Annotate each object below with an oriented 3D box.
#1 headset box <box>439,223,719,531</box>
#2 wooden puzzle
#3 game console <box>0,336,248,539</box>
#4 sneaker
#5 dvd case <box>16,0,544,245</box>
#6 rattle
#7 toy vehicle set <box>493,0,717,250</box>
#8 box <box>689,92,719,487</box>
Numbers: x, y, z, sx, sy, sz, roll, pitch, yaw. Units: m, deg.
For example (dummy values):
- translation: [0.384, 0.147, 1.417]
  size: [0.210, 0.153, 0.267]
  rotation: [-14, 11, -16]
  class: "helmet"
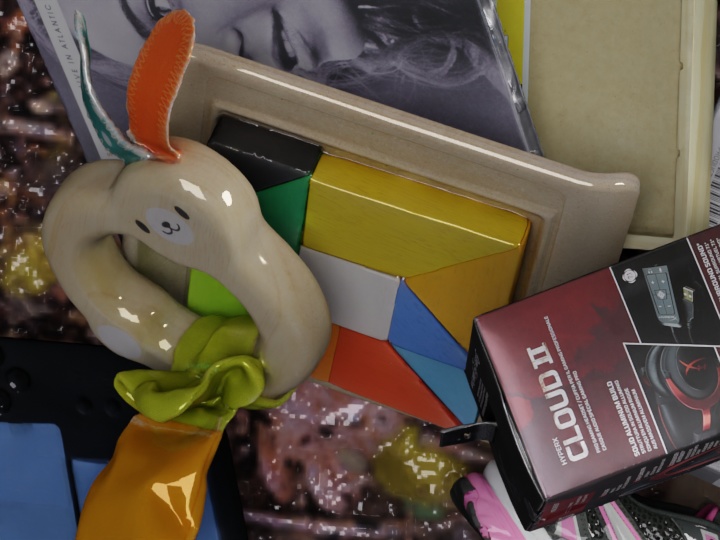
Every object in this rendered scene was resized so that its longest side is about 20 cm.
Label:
- translation: [0.125, 0.034, 1.044]
  size: [0.200, 0.149, 0.075]
  rotation: [-21, 81, -2]
  class: "headset box"
- translation: [0.000, 0.000, 1.126]
  size: [0.200, 0.037, 0.185]
  rotation: [15, 142, 3]
  class: "wooden puzzle"
- translation: [-0.118, 0.119, 1.124]
  size: [0.177, 0.031, 0.200]
  rotation: [4, 61, -31]
  class: "game console"
- translation: [0.132, 0.142, 1.165]
  size: [0.086, 0.080, 0.200]
  rotation: [-40, 96, -1]
  class: "sneaker"
- translation: [-0.033, -0.074, 1.116]
  size: [0.200, 0.016, 0.149]
  rotation: [-4, 123, 27]
  class: "dvd case"
- translation: [-0.095, 0.013, 1.060]
  size: [0.130, 0.200, 0.143]
  rotation: [38, 67, 22]
  class: "rattle"
- translation: [0.047, -0.078, 1.140]
  size: [0.200, 0.026, 0.125]
  rotation: [6, 98, 26]
  class: "toy vehicle set"
- translation: [0.211, 0.031, 1.139]
  size: [0.200, 0.041, 0.156]
  rotation: [23, 83, 5]
  class: "box"
